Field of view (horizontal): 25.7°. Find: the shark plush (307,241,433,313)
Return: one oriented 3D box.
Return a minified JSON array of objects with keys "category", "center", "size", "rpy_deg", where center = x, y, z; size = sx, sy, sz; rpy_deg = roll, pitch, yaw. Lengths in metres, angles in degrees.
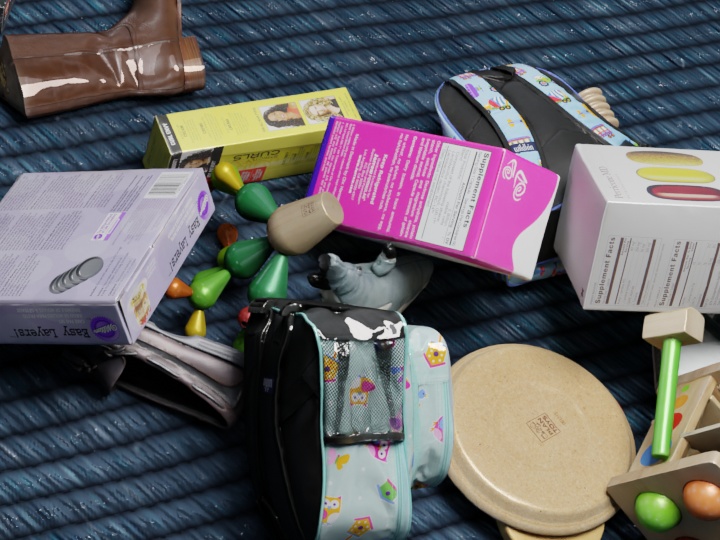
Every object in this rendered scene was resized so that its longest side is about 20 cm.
[{"category":"shark plush","center":[0.000,0.000,1.385],"size":[0.083,0.200,0.091],"rpy_deg":[-42,58,9]}]

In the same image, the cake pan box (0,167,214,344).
[{"category":"cake pan box","center":[-0.238,-0.017,1.319],"size":[0.184,0.052,0.200],"rpy_deg":[0,37,18]}]

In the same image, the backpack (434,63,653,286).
[{"category":"backpack","center":[0.159,-0.105,1.534],"size":[0.182,0.135,0.200],"rpy_deg":[-18,53,-30]}]

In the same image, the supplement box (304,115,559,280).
[{"category":"supplement box","center":[0.061,-0.066,1.414],"size":[0.200,0.104,0.101],"rpy_deg":[17,-1,37]}]

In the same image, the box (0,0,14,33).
[{"category":"box","center":[-0.398,-0.334,1.580],"size":[0.136,0.038,0.200],"rpy_deg":[15,51,-7]}]

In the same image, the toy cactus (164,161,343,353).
[{"category":"toy cactus","center":[-0.093,-0.026,1.378],"size":[0.102,0.165,0.200],"rpy_deg":[35,38,-39]}]

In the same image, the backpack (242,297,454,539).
[{"category":"backpack","center":[-0.014,0.127,1.265],"size":[0.153,0.176,0.201],"rpy_deg":[5,89,-25]}]

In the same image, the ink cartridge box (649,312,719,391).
[{"category":"ink cartridge box","center":[0.361,0.020,1.493],"size":[0.173,0.044,0.200],"rpy_deg":[2,68,-4]}]

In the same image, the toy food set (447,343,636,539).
[{"category":"toy food set","center":[0.156,0.151,1.398],"size":[0.200,0.049,0.198],"rpy_deg":[38,52,12]}]

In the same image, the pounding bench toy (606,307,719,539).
[{"category":"pounding bench toy","center":[0.289,0.150,1.348],"size":[0.200,0.124,0.156],"rpy_deg":[49,50,-14]}]

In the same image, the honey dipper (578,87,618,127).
[{"category":"honey dipper","center":[0.276,-0.101,1.639],"size":[0.038,0.038,0.200],"rpy_deg":[-11,63,-25]}]

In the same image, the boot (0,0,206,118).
[{"category":"boot","center":[-0.270,-0.234,1.539],"size":[0.200,0.064,0.187],"rpy_deg":[-12,57,-21]}]

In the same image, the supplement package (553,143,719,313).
[{"category":"supplement package","center":[0.287,-0.036,1.395],"size":[0.199,0.110,0.114],"rpy_deg":[2,31,-11]}]

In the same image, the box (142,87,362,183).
[{"category":"box","center":[-0.102,-0.122,1.499],"size":[0.200,0.075,0.050],"rpy_deg":[-12,61,-27]}]

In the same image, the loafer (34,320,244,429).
[{"category":"loafer","center":[-0.188,0.079,1.323],"size":[0.200,0.072,0.063],"rpy_deg":[16,59,-5]}]
